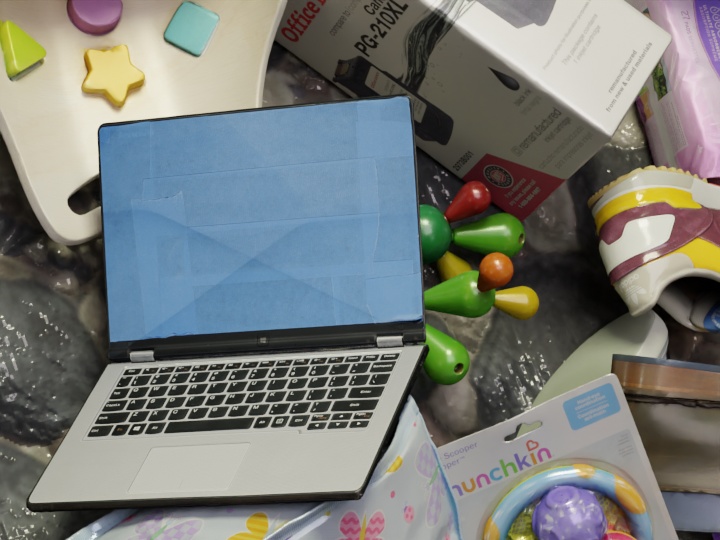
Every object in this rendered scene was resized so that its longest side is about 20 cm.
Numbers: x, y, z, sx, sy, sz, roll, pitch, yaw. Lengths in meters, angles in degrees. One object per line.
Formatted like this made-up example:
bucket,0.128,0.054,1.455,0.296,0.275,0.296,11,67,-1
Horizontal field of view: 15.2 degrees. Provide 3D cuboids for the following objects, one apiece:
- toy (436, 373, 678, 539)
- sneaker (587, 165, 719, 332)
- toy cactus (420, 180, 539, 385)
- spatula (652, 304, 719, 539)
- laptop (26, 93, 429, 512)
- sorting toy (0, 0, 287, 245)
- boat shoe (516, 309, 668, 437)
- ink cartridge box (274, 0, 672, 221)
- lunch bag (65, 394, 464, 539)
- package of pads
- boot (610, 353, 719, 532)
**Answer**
toy,0.121,0.168,1.451,0.115,0.047,0.201,-23,116,-1
sneaker,0.221,-0.003,1.587,0.199,0.075,0.091,3,63,-32
toy cactus,0.000,0.000,1.523,0.200,0.102,0.165,-38,76,-18
spatula,0.188,0.068,1.586,0.020,0.057,0.201,-22,70,14
laptop,-0.071,0.017,1.388,0.200,0.186,0.116,-63,142,-52
sorting toy,-0.134,-0.110,1.509,0.199,0.107,0.181,-9,82,-21
boat shoe,0.130,0.113,1.540,0.072,0.070,0.201,46,58,-23
ink cartridge box,0.056,-0.137,1.552,0.200,0.145,0.084,36,64,-4
lunch bag,-0.033,0.175,1.393,0.200,0.127,0.170,-31,120,-20
package of pads,0.222,-0.143,1.650,0.120,0.076,0.201,-10,75,-20
boot,0.229,0.108,1.509,0.199,0.075,0.097,10,87,-7
